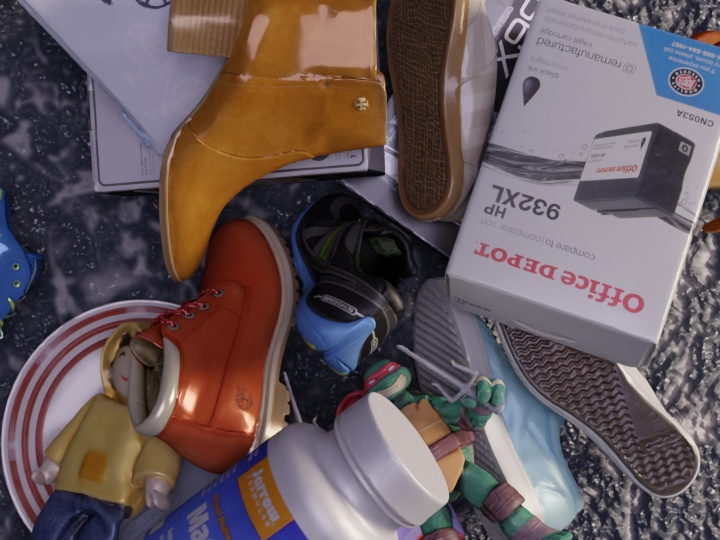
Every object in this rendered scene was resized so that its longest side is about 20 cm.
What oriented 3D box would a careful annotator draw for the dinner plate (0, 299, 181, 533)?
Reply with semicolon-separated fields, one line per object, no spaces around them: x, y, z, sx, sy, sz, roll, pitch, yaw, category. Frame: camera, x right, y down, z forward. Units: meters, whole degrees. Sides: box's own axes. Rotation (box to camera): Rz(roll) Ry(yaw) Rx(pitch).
-0.156;0.122;1.109;0.197;0.024;0.203;0;91;-4;dinner plate

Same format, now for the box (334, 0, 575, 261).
0.099;-0.103;1.113;0.157;0.050;0.201;34;88;-3;box

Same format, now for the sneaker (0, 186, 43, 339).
-0.270;0.031;1.076;0.104;0.076;0.203;-6;89;-4;sneaker

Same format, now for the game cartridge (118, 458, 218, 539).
-0.115;0.204;1.060;0.199;0.040;0.134;-37;74;0;game cartridge

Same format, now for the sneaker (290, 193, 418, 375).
0.000;0.000;1.039;0.082;0.200;0.071;-34;111;11;sneaker

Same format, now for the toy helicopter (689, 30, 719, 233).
0.243;-0.067;1.123;0.132;0.079;0.200;41;98;-11;toy helicopter

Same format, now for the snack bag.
-0.117;-0.194;0.982;0.199;0.021;0.189;-37;118;11;snack bag

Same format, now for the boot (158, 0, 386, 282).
-0.054;-0.082;0.997;0.142;0.071;0.204;5;111;-1;boot

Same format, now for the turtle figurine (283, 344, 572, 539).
0.045;0.124;1.040;0.149;0.101;0.201;-37;79;14;turtle figurine

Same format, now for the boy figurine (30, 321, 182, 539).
-0.168;0.129;1.046;0.123;0.064;0.202;11;71;39;boy figurine

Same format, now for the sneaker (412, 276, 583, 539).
0.101;0.096;1.113;0.081;0.074;0.202;-16;85;-33;sneaker

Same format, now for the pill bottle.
-0.047;0.166;0.962;0.199;0.112;0.112;-38;92;12;pill bottle

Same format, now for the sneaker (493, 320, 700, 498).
0.155;0.074;1.096;0.073;0.085;0.201;-37;97;1;sneaker

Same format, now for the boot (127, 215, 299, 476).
-0.102;0.037;1.041;0.106;0.075;0.202;24;49;-30;boot

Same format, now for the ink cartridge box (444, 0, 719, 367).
0.153;-0.057;1.019;0.143;0.084;0.202;18;79;9;ink cartridge box

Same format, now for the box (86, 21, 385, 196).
-0.087;-0.117;1.069;0.197;0.060;0.118;-5;90;13;box

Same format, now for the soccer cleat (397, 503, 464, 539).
-0.017;0.220;1.094;0.200;0.067;0.077;-42;77;-8;soccer cleat

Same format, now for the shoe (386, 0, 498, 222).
0.058;-0.132;1.063;0.053;0.069;0.203;6;85;-45;shoe
